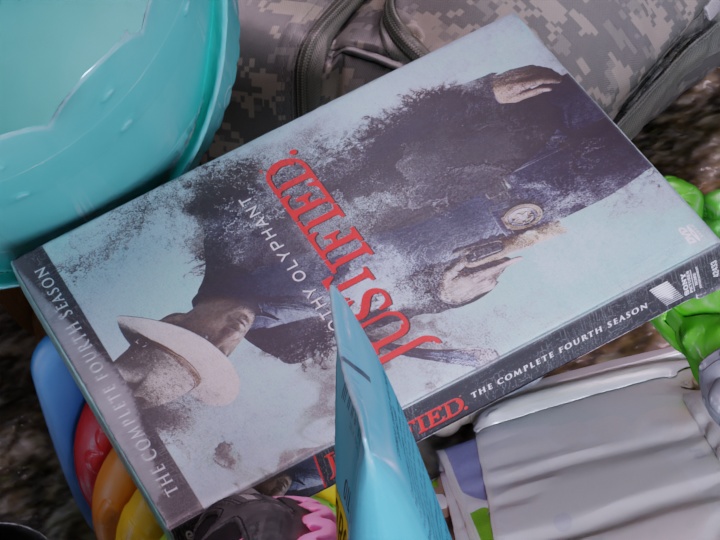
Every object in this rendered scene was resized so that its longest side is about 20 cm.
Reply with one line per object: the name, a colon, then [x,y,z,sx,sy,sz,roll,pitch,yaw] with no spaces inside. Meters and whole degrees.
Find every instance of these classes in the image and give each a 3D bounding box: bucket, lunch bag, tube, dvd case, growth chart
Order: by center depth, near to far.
tube: [0.016,0.107,0.763,0.050,0.201,0.078,-14,30,-5]
dvd case: [0.000,0.000,0.933,0.200,0.022,0.146,-27,45,-9]
growth chart: [0.074,0.084,0.970,0.144,0.018,0.200,-12,28,8]
bucket: [-0.140,-0.099,0.983,0.206,0.135,0.208,-4,70,11]
lunch bag: [0.047,-0.087,1.180,0.167,0.140,0.200,20,42,24]

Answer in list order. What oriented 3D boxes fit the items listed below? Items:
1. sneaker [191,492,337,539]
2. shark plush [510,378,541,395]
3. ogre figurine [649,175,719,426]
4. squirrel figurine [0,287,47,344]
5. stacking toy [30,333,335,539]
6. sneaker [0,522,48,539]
sneaker: [-0.056,0.114,0.776,0.095,0.079,0.200,9,20,-3]
shark plush: [-0.025,0.029,1.060,0.199,0.091,0.083,-7,45,12]
ogre figurine: [0.177,0.022,0.935,0.200,0.098,0.120,27,32,-14]
squirrel figurine: [-0.170,-0.045,1.154,0.200,0.187,0.142,-27,26,-13]
stacking toy: [-0.034,0.100,0.928,0.116,0.110,0.200,-17,39,-1]
sneaker: [-0.132,0.115,0.950,0.075,0.085,0.200,-33,32,-28]
